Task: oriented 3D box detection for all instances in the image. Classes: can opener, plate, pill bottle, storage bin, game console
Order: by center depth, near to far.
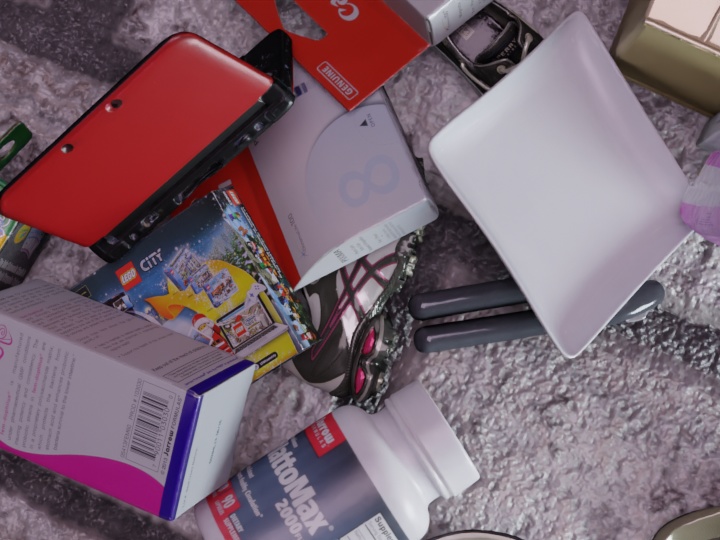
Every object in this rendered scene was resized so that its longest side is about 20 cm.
[{"bbox_3d":[-0.156,-0.113,1.248,0.200,0.173,0.119,-38,117,19],"label":"game console"},{"bbox_3d":[0.301,-0.174,1.290,0.197,0.200,0.094,24,86,1],"label":"storage bin"},{"bbox_3d":[-0.016,0.174,1.293,0.199,0.120,0.120,-33,87,-2],"label":"pill bottle"},{"bbox_3d":[0.156,-0.066,1.301,0.199,0.032,0.201,-43,104,-31],"label":"plate"},{"bbox_3d":[0.140,0.026,1.335,0.198,0.067,0.054,-9,88,-9],"label":"can opener"}]

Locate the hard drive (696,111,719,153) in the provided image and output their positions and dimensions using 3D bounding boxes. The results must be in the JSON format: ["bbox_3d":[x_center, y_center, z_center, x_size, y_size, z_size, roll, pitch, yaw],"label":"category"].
[{"bbox_3d":[0.368,-0.074,1.317,0.199,0.132,0.027,26,86,1],"label":"hard drive"}]

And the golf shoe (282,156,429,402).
[{"bbox_3d":[0.000,0.000,1.333,0.087,0.077,0.202,16,85,5],"label":"golf shoe"}]

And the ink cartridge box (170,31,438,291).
[{"bbox_3d":[-0.059,-0.071,1.312,0.199,0.047,0.161,-26,67,6],"label":"ink cartridge box"}]

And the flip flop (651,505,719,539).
[{"bbox_3d":[0.324,0.201,1.332,0.198,0.058,0.082,-19,86,-3],"label":"flip flop"}]

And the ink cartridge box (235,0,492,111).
[{"bbox_3d":[-0.006,-0.244,1.320,0.173,0.044,0.200,-39,63,-12],"label":"ink cartridge box"}]

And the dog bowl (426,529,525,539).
[{"bbox_3d":[0.088,0.300,1.312,0.198,0.074,0.202,0,86,-1],"label":"dog bowl"}]

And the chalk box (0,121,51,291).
[{"bbox_3d":[-0.319,-0.031,1.301,0.123,0.124,0.201,29,84,3],"label":"chalk box"}]

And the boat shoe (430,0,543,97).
[{"bbox_3d":[0.113,-0.169,1.352,0.199,0.064,0.071,37,86,1],"label":"boat shoe"}]

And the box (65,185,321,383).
[{"bbox_3d":[-0.145,0.045,1.300,0.199,0.038,0.137,-32,86,24],"label":"box"}]

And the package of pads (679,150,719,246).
[{"bbox_3d":[0.354,-0.020,1.301,0.199,0.121,0.076,29,92,-10],"label":"package of pads"}]

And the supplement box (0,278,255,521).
[{"bbox_3d":[-0.193,0.091,1.252,0.199,0.103,0.102,20,107,17],"label":"supplement box"}]
